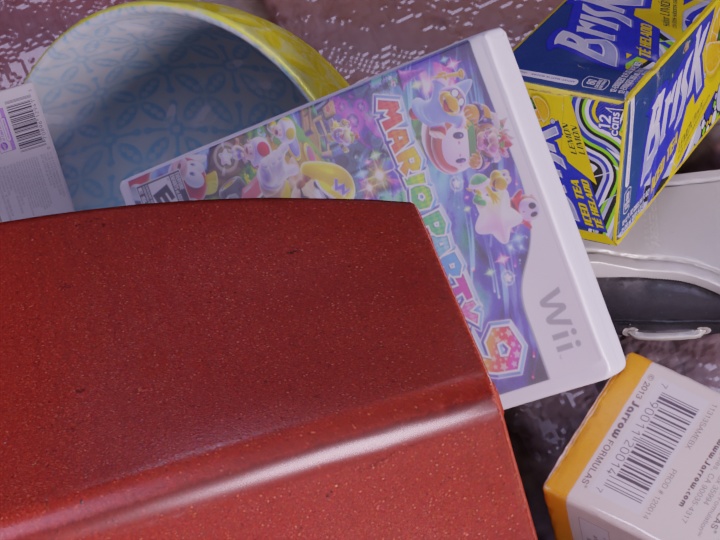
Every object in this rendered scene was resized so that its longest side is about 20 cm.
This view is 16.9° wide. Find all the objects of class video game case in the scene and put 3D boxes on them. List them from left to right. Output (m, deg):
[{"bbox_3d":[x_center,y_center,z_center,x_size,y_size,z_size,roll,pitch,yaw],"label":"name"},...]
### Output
[{"bbox_3d":[0.000,0.000,1.000,0.199,0.018,0.144,-19,92,34],"label":"video game case"}]

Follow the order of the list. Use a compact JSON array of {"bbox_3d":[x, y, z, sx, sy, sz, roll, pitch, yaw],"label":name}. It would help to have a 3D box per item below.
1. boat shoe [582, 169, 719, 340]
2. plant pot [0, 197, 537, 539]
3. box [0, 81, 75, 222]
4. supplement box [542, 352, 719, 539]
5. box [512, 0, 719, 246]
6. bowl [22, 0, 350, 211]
[{"bbox_3d":[0.144,0.000,1.080,0.198,0.061,0.074,3,55,-2],"label":"boat shoe"},{"bbox_3d":[-0.032,0.087,0.894,0.175,0.201,0.200,-18,34,-2],"label":"plant pot"},{"bbox_3d":[-0.138,0.018,1.076,0.041,0.039,0.202,-21,95,-35],"label":"box"},{"bbox_3d":[0.179,0.127,0.959,0.199,0.126,0.074,26,67,24],"label":"supplement box"},{"bbox_3d":[0.118,-0.085,1.072,0.064,0.071,0.200,12,29,20],"label":"box"},{"bbox_3d":[-0.054,-0.030,1.102,0.199,0.202,0.107,26,26,25],"label":"bowl"}]
